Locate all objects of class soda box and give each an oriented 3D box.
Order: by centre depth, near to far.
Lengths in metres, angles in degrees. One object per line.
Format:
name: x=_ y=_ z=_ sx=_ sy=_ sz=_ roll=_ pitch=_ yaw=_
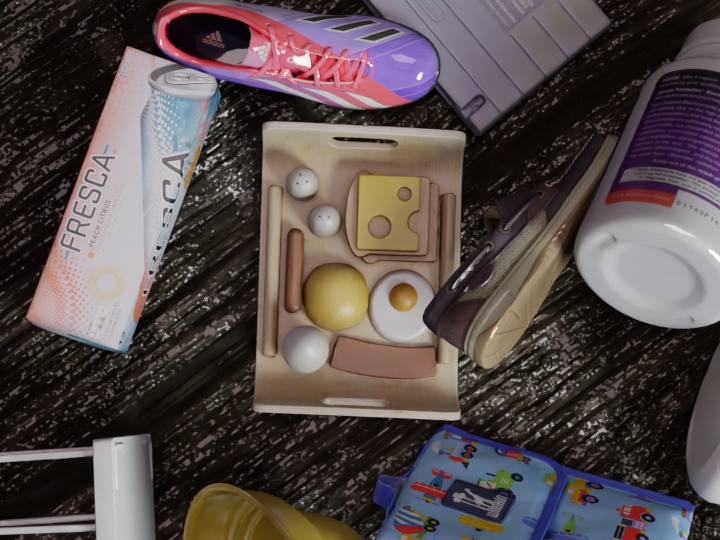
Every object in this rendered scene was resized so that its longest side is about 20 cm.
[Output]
soda box: x=-0.161 y=-0.046 z=1.104 sx=0.068 sy=0.064 sz=0.201 roll=19 pitch=85 yaw=0

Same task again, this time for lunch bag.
lunch bag: x=0.099 y=0.185 z=1.048 sx=0.200 sy=0.151 sz=0.094 roll=25 pitch=124 yaw=7

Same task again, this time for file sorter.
file sorter: x=-0.203 y=0.211 z=1.045 sx=0.124 sy=0.139 sz=0.201 roll=-3 pitch=85 yaw=1

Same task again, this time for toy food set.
toy food set: x=0.000 y=0.000 z=1.105 sx=0.143 sy=0.060 sz=0.201 roll=2 pitch=85 yaw=-1

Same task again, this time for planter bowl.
planter bowl: x=-0.033 y=0.223 z=1.045 sx=0.083 sy=0.200 sz=0.201 roll=-16 pitch=85 yaw=-32

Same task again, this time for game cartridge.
game cartridge: x=0.069 y=-0.211 z=1.140 sx=0.130 sy=0.038 sz=0.200 roll=-39 pitch=87 yaw=-8

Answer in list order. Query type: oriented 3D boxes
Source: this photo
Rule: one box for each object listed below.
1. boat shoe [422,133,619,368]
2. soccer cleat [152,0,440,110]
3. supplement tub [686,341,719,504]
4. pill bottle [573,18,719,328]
boat shoe: x=0.112 y=-0.025 z=1.091 sx=0.065 sy=0.072 sz=0.200 roll=28 pitch=66 yaw=17
soccer cleat: x=-0.045 y=-0.148 z=1.100 sx=0.199 sy=0.073 sz=0.068 roll=12 pitch=103 yaw=4
supplement tub: x=0.331 y=0.113 z=1.065 sx=0.199 sy=0.140 sz=0.141 roll=19 pitch=85 yaw=1
pill bottle: x=0.225 y=-0.070 z=1.068 sx=0.111 sy=0.111 sz=0.200 roll=27 pitch=59 yaw=1
